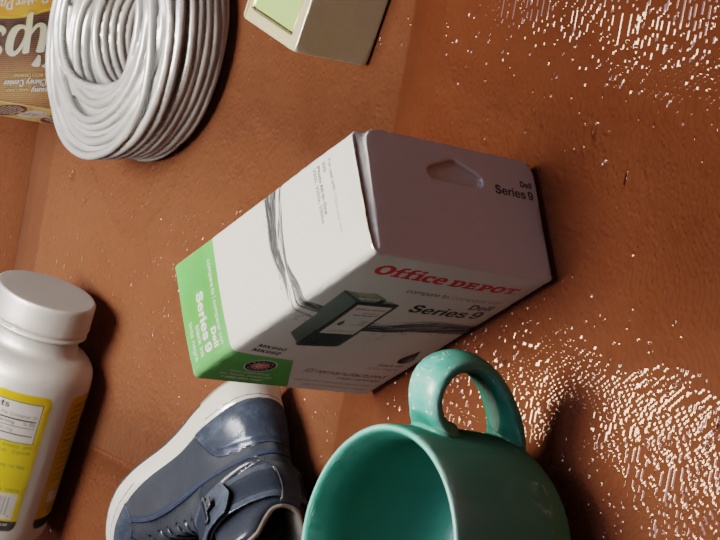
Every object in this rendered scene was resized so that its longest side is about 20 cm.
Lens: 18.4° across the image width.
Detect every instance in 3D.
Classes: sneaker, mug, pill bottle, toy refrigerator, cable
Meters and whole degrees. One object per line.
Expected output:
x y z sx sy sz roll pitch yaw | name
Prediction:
-0.107 0.190 1.559 0.202 0.077 0.147 -51 44 34 | sneaker
0.060 0.159 1.310 0.185 0.114 0.152 -57 43 29 | mug
-0.278 0.107 1.773 0.111 0.111 0.201 38 114 49 | pill bottle
-0.010 -0.250 1.510 0.076 0.070 0.201 39 115 48 | toy refrigerator
-0.177 -0.183 1.723 0.200 0.069 0.201 -51 48 37 | cable

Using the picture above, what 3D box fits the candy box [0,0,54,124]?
-0.308 -0.189 1.787 0.055 0.199 0.116 -8 78 51 | candy box

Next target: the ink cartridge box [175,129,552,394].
0.000 0.000 1.390 0.200 0.145 0.084 -35 57 45 | ink cartridge box
